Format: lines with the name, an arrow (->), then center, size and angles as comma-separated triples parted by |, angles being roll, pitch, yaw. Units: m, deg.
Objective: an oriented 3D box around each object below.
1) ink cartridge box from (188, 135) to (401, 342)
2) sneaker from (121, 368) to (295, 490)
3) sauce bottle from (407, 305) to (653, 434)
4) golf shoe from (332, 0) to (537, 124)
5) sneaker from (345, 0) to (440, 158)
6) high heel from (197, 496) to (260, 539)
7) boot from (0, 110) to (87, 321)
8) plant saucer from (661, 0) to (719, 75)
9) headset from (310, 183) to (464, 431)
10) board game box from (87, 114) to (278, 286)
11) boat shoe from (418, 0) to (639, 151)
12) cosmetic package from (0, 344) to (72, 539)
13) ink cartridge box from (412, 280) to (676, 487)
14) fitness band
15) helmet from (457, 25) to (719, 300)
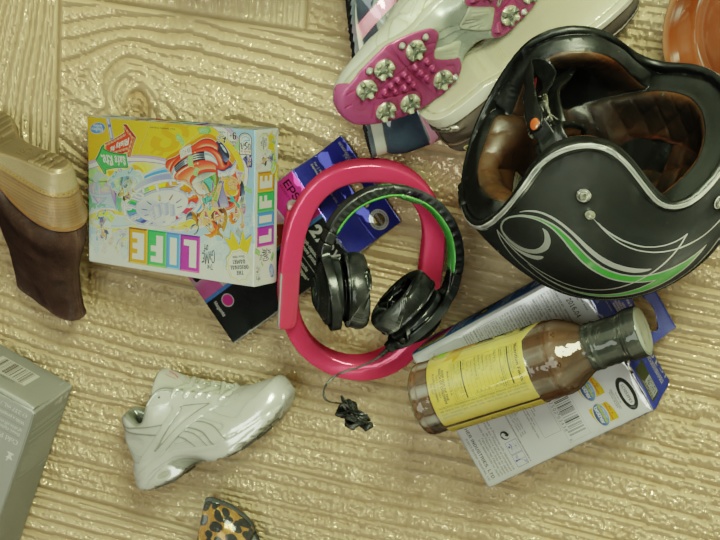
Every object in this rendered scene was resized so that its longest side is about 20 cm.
ink cartridge box -> -0.067, -0.026, 1.342 | 0.199, 0.037, 0.095 | -35, 91, 24
sneaker -> -0.153, 0.132, 1.399 | 0.199, 0.078, 0.100 | -27, 91, 25
sauce bottle -> 0.135, 0.077, 1.192 | 0.198, 0.065, 0.065 | -19, 98, 24
golf shoe -> 0.051, -0.195, 1.189 | 0.199, 0.076, 0.092 | -39, 45, -5
sneaker -> 0.031, -0.200, 1.246 | 0.081, 0.070, 0.203 | -8, 101, -2
high heel -> -0.176, 0.312, 1.455 | 0.198, 0.071, 0.144 | -28, 100, 9
boot -> -0.336, -0.054, 1.421 | 0.199, 0.072, 0.168 | 28, 130, 32
plant saucer -> 0.324, -0.166, 1.112 | 0.198, 0.032, 0.202 | 18, 135, 20
headset -> 0.016, 0.029, 1.236 | 0.122, 0.094, 0.202 | 17, 96, -13
board game box -> -0.161, -0.065, 1.334 | 0.198, 0.034, 0.136 | 7, 102, 34
boat shoe -> 0.141, -0.168, 1.199 | 0.199, 0.072, 0.060 | -34, 135, 10
cosmetic package -> -0.376, 0.185, 1.496 | 0.106, 0.090, 0.202 | 25, 110, 10
ink cartridge box -> 0.165, 0.077, 1.255 | 0.199, 0.076, 0.137 | -30, 93, 28
fitness band -> 0.000, 0.000, 1.293 | 0.142, 0.037, 0.202 | 4, 110, -9
helmet -> 0.191, -0.073, 1.128 | 0.189, 0.201, 0.201 | 19, 115, -19
